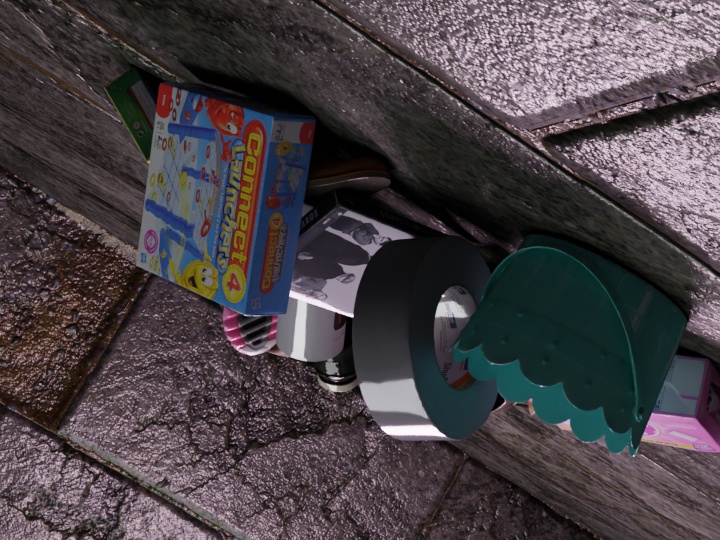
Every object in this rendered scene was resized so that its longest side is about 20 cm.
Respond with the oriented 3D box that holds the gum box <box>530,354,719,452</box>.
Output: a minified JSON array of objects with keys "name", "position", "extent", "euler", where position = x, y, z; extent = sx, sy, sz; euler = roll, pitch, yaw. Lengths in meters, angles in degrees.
[{"name":"gum box","position":[0.287,0.132,1.584],"extent":[0.199,0.067,0.113],"euler":[5,159,31]}]

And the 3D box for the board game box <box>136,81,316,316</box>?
[{"name":"board game box","position":[-0.140,-0.076,1.540],"extent":[0.056,0.202,0.195],"euler":[-1,-165,-42]}]

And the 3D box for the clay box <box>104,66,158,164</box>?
[{"name":"clay box","position":[-0.221,-0.145,1.783],"extent":[0.115,0.047,0.200],"euler":[58,-177,22]}]

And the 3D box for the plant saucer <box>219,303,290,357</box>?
[{"name":"plant saucer","position":[-0.129,0.033,1.878],"extent":[0.200,0.037,0.201],"euler":[37,149,27]}]

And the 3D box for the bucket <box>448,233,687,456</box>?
[{"name":"bucket","position":[0.199,0.067,1.431],"extent":[0.206,0.135,0.207],"euler":[29,171,5]}]

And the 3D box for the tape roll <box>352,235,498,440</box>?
[{"name":"tape roll","position":[0.070,0.067,1.507],"extent":[0.066,0.202,0.200],"euler":[-5,152,32]}]

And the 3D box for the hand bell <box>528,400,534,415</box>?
[{"name":"hand bell","position":[0.162,0.064,1.782],"extent":[0.200,0.104,0.104],"euler":[42,173,8]}]

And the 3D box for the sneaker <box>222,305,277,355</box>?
[{"name":"sneaker","position":[-0.139,-0.001,1.758],"extent":[0.095,0.078,0.201],"euler":[-126,23,-65]}]

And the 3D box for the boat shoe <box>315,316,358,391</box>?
[{"name":"boat shoe","position":[-0.012,0.055,1.809],"extent":[0.073,0.202,0.063],"euler":[3,127,10]}]

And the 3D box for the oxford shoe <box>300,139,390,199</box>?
[{"name":"oxford shoe","position":[-0.050,-0.106,1.539],"extent":[0.199,0.072,0.071],"euler":[0,171,42]}]

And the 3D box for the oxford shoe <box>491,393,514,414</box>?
[{"name":"oxford shoe","position":[0.175,0.101,1.671],"extent":[0.071,0.072,0.201],"euler":[42,140,15]}]

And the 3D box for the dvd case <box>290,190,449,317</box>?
[{"name":"dvd case","position":[0.001,-0.007,1.584],"extent":[0.199,0.025,0.150],"euler":[19,135,-39]}]

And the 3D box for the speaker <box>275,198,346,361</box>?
[{"name":"speaker","position":[-0.049,-0.002,1.670],"extent":[0.081,0.201,0.081],"euler":[5,-150,-3]}]
